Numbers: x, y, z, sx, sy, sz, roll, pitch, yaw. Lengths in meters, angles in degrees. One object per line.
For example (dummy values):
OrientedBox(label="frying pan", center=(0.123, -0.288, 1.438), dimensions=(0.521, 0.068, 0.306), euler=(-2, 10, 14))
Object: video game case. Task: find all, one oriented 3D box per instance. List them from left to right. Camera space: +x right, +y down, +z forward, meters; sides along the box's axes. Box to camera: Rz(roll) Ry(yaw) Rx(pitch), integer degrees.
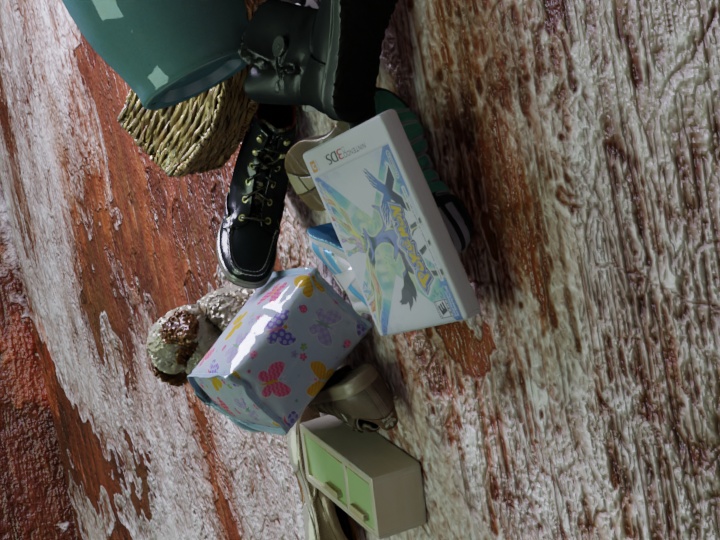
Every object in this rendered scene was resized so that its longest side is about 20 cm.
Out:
OrientedBox(label="video game case", center=(0.025, -0.039, 1.442), dimensions=(0.182, 0.022, 0.202), euler=(-17, 98, 64))

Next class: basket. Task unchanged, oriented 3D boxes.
OrientedBox(label="basket", center=(-0.162, -0.215, 1.765), dimensions=(0.143, 0.148, 0.201), euler=(43, 123, 24))

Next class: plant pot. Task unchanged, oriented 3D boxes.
OrientedBox(label="plant pot", center=(-0.205, -0.279, 1.585), dimensions=(0.189, 0.199, 0.200), euler=(62, 156, 1))

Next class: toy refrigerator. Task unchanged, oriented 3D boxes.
OrientedBox(label="toy refrigerator", center=(-0.002, 0.234, 1.762), dimensions=(0.200, 0.069, 0.077), euler=(27, 127, 60))

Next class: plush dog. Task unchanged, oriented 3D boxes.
OrientedBox(label="plush dog", center=(-0.199, 0.081, 1.993), dimensions=(0.161, 0.170, 0.201), euler=(65, 156, 25))

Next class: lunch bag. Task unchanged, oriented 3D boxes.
OrientedBox(label="lunch bag", center=(-0.101, 0.094, 1.761), dimensions=(0.127, 0.170, 0.200), euler=(45, 160, -18))

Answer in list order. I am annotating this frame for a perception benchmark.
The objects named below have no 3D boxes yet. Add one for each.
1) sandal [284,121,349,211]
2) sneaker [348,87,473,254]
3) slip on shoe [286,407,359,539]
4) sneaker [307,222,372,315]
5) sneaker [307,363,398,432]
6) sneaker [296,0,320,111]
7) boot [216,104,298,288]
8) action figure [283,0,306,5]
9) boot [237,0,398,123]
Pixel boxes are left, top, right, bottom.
OrientedBox(label="sandal", center=(-0.013, -0.124, 1.610), dimensions=(0.200, 0.054, 0.081), euler=(-36, 77, 50))
OrientedBox(label="sneaker", center=(0.038, -0.081, 1.486), dimensions=(0.088, 0.074, 0.201), euler=(106, 142, -58))
OrientedBox(label="slip on shoe", center=(-0.043, 0.261, 1.893), dimensions=(0.060, 0.076, 0.202), euler=(-8, 87, 27))
OrientedBox(label="sneaker", center=(0.000, 0.000, 1.614), dimensions=(0.200, 0.076, 0.082), euler=(-141, 41, -58))
OrientedBox(label="sneaker", center=(-0.012, 0.156, 1.742), dimensions=(0.076, 0.070, 0.200), euler=(56, 166, -3))
OrientedBox(label="sneaker", center=(-0.068, -0.235, 1.622), dimensions=(0.200, 0.088, 0.075), euler=(-127, 30, -45))
OrientedBox(label="boot", center=(-0.118, -0.098, 1.766), dimensions=(0.154, 0.073, 0.205), euler=(108, 169, -47))
OrientedBox(label="action figure", center=(-0.082, -0.358, 1.566), dimensions=(0.201, 0.103, 0.195), euler=(-94, 0, -57))
OrientedBox(label="boot", center=(-0.046, -0.251, 1.484), dimensions=(0.167, 0.076, 0.202), euler=(22, 106, 47))
